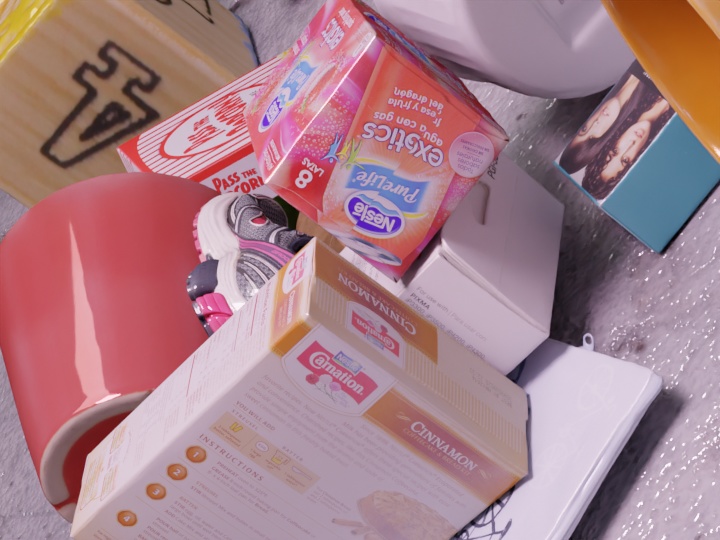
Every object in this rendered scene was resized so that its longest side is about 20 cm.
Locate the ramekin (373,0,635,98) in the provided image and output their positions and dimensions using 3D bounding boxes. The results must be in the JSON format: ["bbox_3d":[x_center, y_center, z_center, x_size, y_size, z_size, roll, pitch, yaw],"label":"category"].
[{"bbox_3d":[0.110,-0.199,1.366,0.201,0.200,0.098,-54,32,1],"label":"ramekin"}]

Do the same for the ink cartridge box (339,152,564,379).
[{"bbox_3d":[0.022,0.036,1.313,0.200,0.083,0.147,-45,16,30],"label":"ink cartridge box"}]

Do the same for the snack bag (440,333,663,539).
[{"bbox_3d":[0.074,0.117,1.221,0.189,0.021,0.200,-57,21,-9],"label":"snack bag"}]

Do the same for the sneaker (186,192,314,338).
[{"bbox_3d":[-0.050,0.003,1.325,0.074,0.081,0.200,-23,20,5],"label":"sneaker"}]

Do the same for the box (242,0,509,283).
[{"bbox_3d":[0.003,-0.081,1.282,0.103,0.094,0.200,-52,14,9],"label":"box"}]

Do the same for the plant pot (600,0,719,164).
[{"bbox_3d":[0.233,-0.145,1.096,0.183,0.201,0.200,-37,25,-2],"label":"plant pot"}]

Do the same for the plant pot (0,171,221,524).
[{"bbox_3d":[-0.145,0.067,1.514,0.200,0.200,0.178,-42,37,25],"label":"plant pot"}]

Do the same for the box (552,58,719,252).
[{"bbox_3d":[0.196,-0.112,1.263,0.200,0.049,0.082,-52,24,7],"label":"box"}]

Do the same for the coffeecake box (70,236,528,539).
[{"bbox_3d":[-0.032,0.103,1.224,0.200,0.153,0.073,-43,23,27],"label":"coffeecake box"}]

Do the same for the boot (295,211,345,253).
[{"bbox_3d":[0.000,0.000,1.479,0.200,0.073,0.076,-141,68,-70],"label":"boot"}]

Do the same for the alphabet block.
[{"bbox_3d":[-0.219,-0.158,1.901,0.197,0.200,0.196,-48,24,14],"label":"alphabet block"}]

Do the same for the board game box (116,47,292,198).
[{"bbox_3d":[-0.064,-0.101,1.639,0.199,0.047,0.151,-31,22,-9],"label":"board game box"}]

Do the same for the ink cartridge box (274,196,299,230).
[{"bbox_3d":[-0.110,-0.038,1.697,0.200,0.076,0.148,-52,24,8],"label":"ink cartridge box"}]
